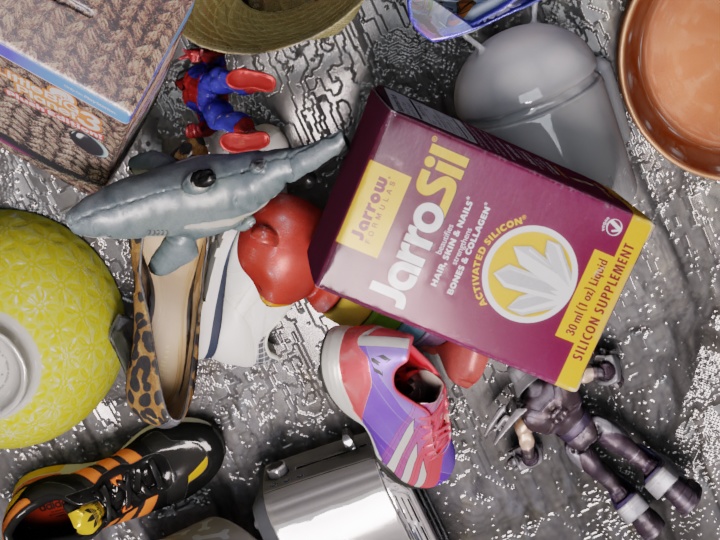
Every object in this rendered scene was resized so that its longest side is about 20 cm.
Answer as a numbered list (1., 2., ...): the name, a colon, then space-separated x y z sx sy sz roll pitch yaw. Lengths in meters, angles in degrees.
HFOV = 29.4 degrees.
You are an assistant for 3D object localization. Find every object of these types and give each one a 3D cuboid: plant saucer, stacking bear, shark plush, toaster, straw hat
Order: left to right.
1. shark plush: -0.101 -0.049 0.957 0.197 0.083 0.092 -3 83 16
2. straw hat: -0.041 -0.215 1.011 0.199 0.203 0.085 -22 147 7
3. stacking bear: 0.000 0.000 1.041 0.198 0.121 0.115 16 102 -22
4. toaster: 0.003 0.231 1.143 0.128 0.114 0.202 -24 104 5
5. plant saucer: 0.295 -0.170 1.057 0.197 0.032 0.203 0 108 0

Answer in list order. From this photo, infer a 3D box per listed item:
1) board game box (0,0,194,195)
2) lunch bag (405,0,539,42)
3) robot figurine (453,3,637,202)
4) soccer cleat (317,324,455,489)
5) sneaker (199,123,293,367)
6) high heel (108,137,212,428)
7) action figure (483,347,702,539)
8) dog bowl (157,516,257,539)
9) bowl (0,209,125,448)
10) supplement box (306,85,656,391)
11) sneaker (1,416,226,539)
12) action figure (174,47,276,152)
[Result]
1. board game box: -0.221 -0.154 0.969 0.158 0.200 0.098 28 70 -8
2. lunch bag: 0.102 -0.252 0.961 0.123 0.170 0.201 34 103 -5
3. robot figurine: 0.139 -0.099 1.037 0.169 0.112 0.202 -34 110 -32
4. soccer cleat: 0.039 0.107 1.028 0.072 0.069 0.201 -4 143 28
5. sneaker: -0.082 -0.019 1.094 0.079 0.077 0.202 10 112 -16
6. high heel: -0.132 0.011 1.025 0.071 0.143 0.202 8 114 -30
7. action figure: 0.187 0.138 1.139 0.200 0.069 0.130 43 110 -8
8. dog bowl: -0.096 0.292 1.133 0.058 0.199 0.202 -34 108 -30
9. bowl: -0.293 0.062 1.094 0.197 0.108 0.203 0 107 1
10. supplement box: 0.078 -0.023 0.939 0.198 0.103 0.132 21 103 -10
11. sneaker: -0.205 0.189 1.142 0.197 0.090 0.071 -19 107 7
12. action figure: -0.106 -0.127 0.988 0.051 0.200 0.066 -1 102 -15
